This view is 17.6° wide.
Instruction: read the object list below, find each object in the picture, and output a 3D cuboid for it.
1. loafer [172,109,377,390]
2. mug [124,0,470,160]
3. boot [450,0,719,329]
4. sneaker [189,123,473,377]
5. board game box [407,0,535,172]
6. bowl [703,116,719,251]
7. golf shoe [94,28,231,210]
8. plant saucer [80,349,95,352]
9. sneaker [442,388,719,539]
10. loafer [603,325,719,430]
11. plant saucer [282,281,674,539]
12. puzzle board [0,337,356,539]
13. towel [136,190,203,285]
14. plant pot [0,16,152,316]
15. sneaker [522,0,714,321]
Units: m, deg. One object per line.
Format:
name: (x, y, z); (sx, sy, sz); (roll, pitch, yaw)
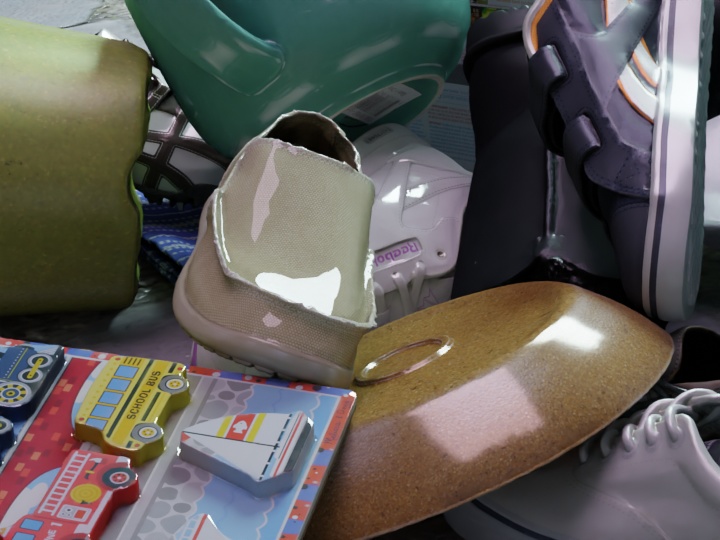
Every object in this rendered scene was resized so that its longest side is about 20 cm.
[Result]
loafer: (-0.031, -0.015, 0.934); (0.076, 0.068, 0.200); (18, 19, -14)
mug: (-0.036, -0.114, 1.124); (0.185, 0.114, 0.152); (-22, -14, -29)
boot: (0.137, -0.049, 1.046); (0.200, 0.076, 0.168); (-10, 58, 18)
sneaker: (0.000, 0.000, 1.071); (0.100, 0.075, 0.200); (28, 45, 21)
board game box: (0.066, -0.137, 1.226); (0.148, 0.200, 0.064); (13, 29, 40)
bowl: (0.217, -0.078, 1.130); (0.201, 0.090, 0.201); (-21, 47, 23)
golf shoe: (-0.111, -0.083, 1.239); (0.200, 0.095, 0.078); (-5, 17, -3)
plant saucer: (-0.158, 0.080, 0.876); (0.200, 0.048, 0.200); (1, 23, -18)
sneaker: (0.118, 0.076, 0.847); (0.200, 0.071, 0.073); (7, 25, 31)
loafer: (0.150, 0.045, 0.928); (0.200, 0.063, 0.072); (8, 27, 32)
plant saucer: (0.023, 0.050, 0.907); (0.200, 0.035, 0.200); (-23, 11, 5)
puzzle board: (-0.097, 0.085, 0.780); (0.151, 0.017, 0.200); (7, 34, 12)
towel: (-0.043, -0.025, 1.217); (0.145, 0.024, 0.200); (-15, 23, -22)
plant pot: (-0.197, -0.052, 1.140); (0.184, 0.200, 0.200); (3, 21, -6)
sneaker: (0.107, -0.065, 0.974); (0.079, 0.078, 0.200); (0, 54, 10)
